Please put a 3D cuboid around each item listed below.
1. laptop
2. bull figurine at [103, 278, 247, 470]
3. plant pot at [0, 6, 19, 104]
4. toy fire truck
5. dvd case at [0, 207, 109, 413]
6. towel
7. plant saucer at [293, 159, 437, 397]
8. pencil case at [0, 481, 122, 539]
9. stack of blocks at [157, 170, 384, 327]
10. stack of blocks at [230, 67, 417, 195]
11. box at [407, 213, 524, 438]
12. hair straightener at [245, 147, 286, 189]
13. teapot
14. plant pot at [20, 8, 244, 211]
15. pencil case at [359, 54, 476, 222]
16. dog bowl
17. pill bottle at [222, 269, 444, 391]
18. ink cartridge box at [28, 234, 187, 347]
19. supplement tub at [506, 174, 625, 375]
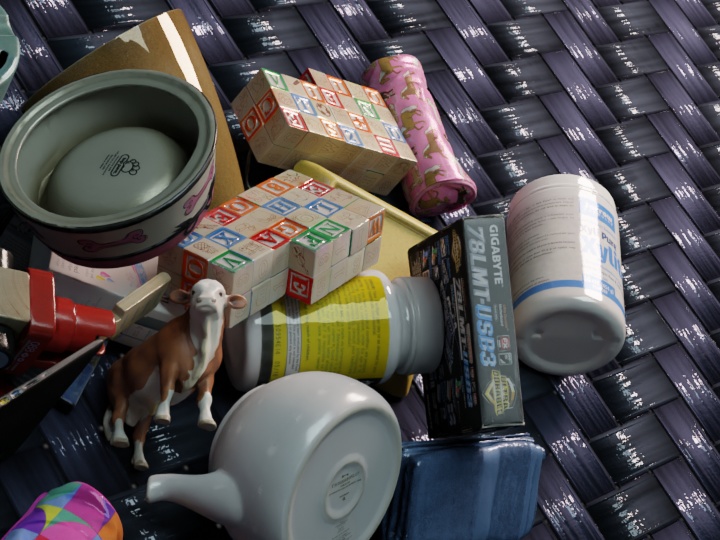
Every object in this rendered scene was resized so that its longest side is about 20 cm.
[{"bbox_3d":[-0.341,0.103,1.405,0.116,0.187,0.200,49,41,6],"label":"laptop"},{"bbox_3d":[-0.166,0.091,1.555,0.065,0.200,0.122,20,55,-25],"label":"bull figurine"},{"bbox_3d":[-0.407,-0.154,1.576,0.200,0.196,0.201,21,45,-23],"label":"plant pot"},{"bbox_3d":[-0.266,0.060,1.508,0.199,0.176,0.129,12,53,-29],"label":"toy fire truck"},{"bbox_3d":[-0.293,0.025,1.645,0.142,0.018,0.200,32,42,-10],"label":"dvd case"},{"bbox_3d":[0.099,0.218,1.720,0.048,0.112,0.199,14,9,42],"label":"towel"},{"bbox_3d":[0.000,0.000,1.831,0.199,0.048,0.201,28,59,-16],"label":"plant saucer"},{"bbox_3d":[-0.272,0.252,1.415,0.088,0.088,0.200,43,39,1],"label":"pencil case"},{"bbox_3d":[-0.081,-0.019,1.641,0.115,0.059,0.200,24,33,27],"label":"stack of blocks"},{"bbox_3d":[-0.044,-0.159,1.933,0.199,0.059,0.115,12,41,-45],"label":"stack of blocks"},{"bbox_3d":[0.100,0.059,1.717,0.049,0.198,0.201,-4,82,-15],"label":"box"},{"bbox_3d":[-0.056,-0.058,1.883,0.200,0.041,0.077,52,42,3],"label":"hair straightener"},{"bbox_3d":[-0.065,0.170,1.601,0.146,0.198,0.200,22,-14,35],"label":"teapot"},{"bbox_3d":[-0.202,-0.123,1.746,0.200,0.186,0.186,58,41,-4],"label":"plant pot"},{"bbox_3d":[0.064,-0.155,2.033,0.082,0.087,0.201,-8,60,-26],"label":"pencil case"},{"bbox_3d":[-0.218,-0.086,1.580,0.199,0.074,0.201,-6,47,6],"label":"dog bowl"},{"bbox_3d":[-0.027,0.056,1.713,0.199,0.114,0.115,-2,54,-16],"label":"pill bottle"},{"bbox_3d":[-0.207,0.008,1.661,0.199,0.067,0.118,21,44,-23],"label":"ink cartridge box"},{"bbox_3d":[0.229,0.005,1.987,0.131,0.132,0.201,23,44,-20],"label":"supplement tub"}]
